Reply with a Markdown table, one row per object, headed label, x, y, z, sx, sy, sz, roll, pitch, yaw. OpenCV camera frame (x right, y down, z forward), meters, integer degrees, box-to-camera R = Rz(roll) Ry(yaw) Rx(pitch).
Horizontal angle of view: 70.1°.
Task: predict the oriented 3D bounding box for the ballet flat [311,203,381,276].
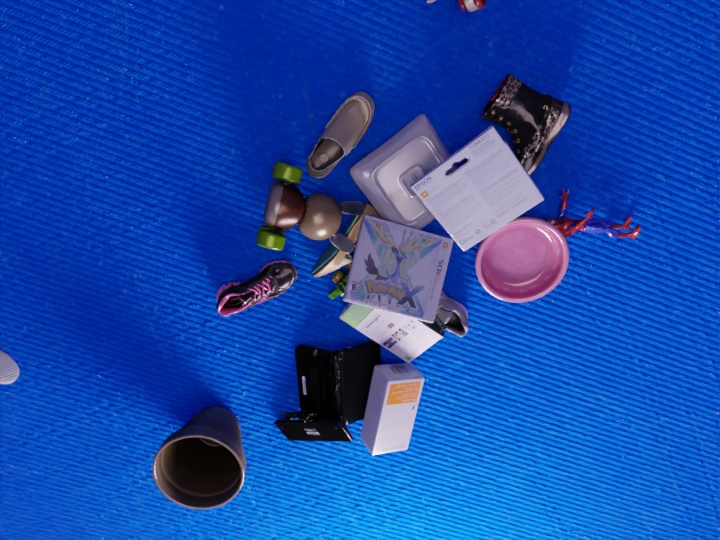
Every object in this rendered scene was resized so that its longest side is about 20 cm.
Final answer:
| label | x | y | z | sx | sy | sz | roll | pitch | yaw |
| --- | --- | --- | --- | --- | --- | --- | --- | --- | --- |
| ballet flat | -0.027 | -0.052 | 1.111 | 0.063 | 0.069 | 0.200 | 34 | 105 | -19 |

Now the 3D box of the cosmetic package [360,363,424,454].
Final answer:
| label | x | y | z | sx | sy | sz | roll | pitch | yaw |
| --- | --- | --- | --- | --- | --- | --- | --- | --- | --- |
| cosmetic package | 0.073 | 0.325 | 1.211 | 0.101 | 0.071 | 0.201 | 0 | 111 | -27 |

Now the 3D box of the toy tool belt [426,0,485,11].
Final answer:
| label | x | y | z | sx | sy | sz | roll | pitch | yaw |
| --- | --- | --- | --- | --- | --- | --- | --- | --- | --- |
| toy tool belt | 0.146 | -0.561 | 0.937 | 0.122 | 0.125 | 0.201 | -9 | 108 | 34 |

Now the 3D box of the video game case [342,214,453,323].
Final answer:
| label | x | y | z | sx | sy | sz | roll | pitch | yaw |
| --- | --- | --- | --- | --- | --- | --- | --- | --- | --- |
| video game case | 0.080 | -0.002 | 1.069 | 0.199 | 0.022 | 0.183 | 15 | 87 | -9 |

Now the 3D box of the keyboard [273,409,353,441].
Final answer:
| label | x | y | z | sx | sy | sz | roll | pitch | yaw |
| --- | --- | --- | --- | --- | --- | --- | --- | --- | --- |
| keyboard | -0.115 | 0.367 | 1.231 | 0.199 | 0.040 | 0.104 | -10 | 125 | 30 |

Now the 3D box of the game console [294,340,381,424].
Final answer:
| label | x | y | z | sx | sy | sz | roll | pitch | yaw |
| --- | --- | --- | --- | --- | --- | --- | --- | --- | --- |
| game console | -0.051 | 0.264 | 1.239 | 0.175 | 0.116 | 0.201 | 7 | 110 | 28 |

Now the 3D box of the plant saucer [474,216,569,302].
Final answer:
| label | x | y | z | sx | sy | sz | roll | pitch | yaw |
| --- | --- | --- | --- | --- | --- | --- | --- | --- | --- |
| plant saucer | 0.350 | -0.028 | 1.127 | 0.199 | 0.051 | 0.201 | 1 | 116 | 2 |

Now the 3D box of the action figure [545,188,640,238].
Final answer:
| label | x | y | z | sx | sy | sz | roll | pitch | yaw |
| --- | --- | --- | --- | --- | --- | --- | --- | --- | --- |
| action figure | 0.497 | -0.119 | 1.102 | 0.199 | 0.065 | 0.099 | -2 | 125 | -2 |

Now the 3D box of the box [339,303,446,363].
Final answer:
| label | x | y | z | sx | sy | sz | roll | pitch | yaw |
| --- | --- | --- | --- | --- | --- | --- | --- | --- | --- |
| box | 0.069 | 0.115 | 1.143 | 0.200 | 0.036 | 0.144 | 33 | 136 | -9 |

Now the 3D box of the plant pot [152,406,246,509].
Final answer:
| label | x | y | z | sx | sy | sz | roll | pitch | yaw |
| --- | --- | --- | --- | --- | --- | --- | --- | --- | --- |
| plant pot | -0.357 | 0.416 | 1.198 | 0.199 | 0.174 | 0.201 | -1 | 108 | -2 |

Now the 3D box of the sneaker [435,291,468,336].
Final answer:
| label | x | y | z | sx | sy | sz | roll | pitch | yaw |
| --- | --- | --- | --- | --- | --- | --- | --- | --- | --- |
| sneaker | 0.167 | 0.075 | 1.145 | 0.200 | 0.092 | 0.076 | 32 | 105 | -11 |

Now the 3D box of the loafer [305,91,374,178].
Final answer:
| label | x | y | z | sx | sy | sz | roll | pitch | yaw |
| --- | --- | --- | --- | --- | --- | --- | --- | --- | --- |
| loafer | -0.040 | -0.268 | 1.038 | 0.076 | 0.068 | 0.200 | 33 | 104 | -12 |

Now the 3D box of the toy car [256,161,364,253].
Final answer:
| label | x | y | z | sx | sy | sz | roll | pitch | yaw |
| --- | --- | --- | --- | --- | --- | --- | --- | --- | --- |
| toy car | -0.096 | -0.114 | 1.049 | 0.199 | 0.158 | 0.165 | 14 | 97 | -13 |

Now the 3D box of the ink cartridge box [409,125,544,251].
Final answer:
| label | x | y | z | sx | sy | sz | roll | pitch | yaw |
| --- | --- | --- | --- | --- | --- | --- | --- | --- | --- |
| ink cartridge box | 0.233 | -0.163 | 1.033 | 0.196 | 0.043 | 0.200 | -34 | 116 | 22 |

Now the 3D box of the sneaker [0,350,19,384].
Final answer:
| label | x | y | z | sx | sy | sz | roll | pitch | yaw |
| --- | --- | --- | --- | --- | --- | --- | --- | --- | --- |
| sneaker | -0.891 | 0.211 | 1.180 | 0.200 | 0.074 | 0.082 | 32 | 134 | -16 |

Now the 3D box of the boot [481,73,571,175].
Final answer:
| label | x | y | z | sx | sy | sz | roll | pitch | yaw |
| --- | --- | --- | --- | --- | --- | --- | --- | --- | --- |
| boot | 0.312 | -0.281 | 1.043 | 0.150 | 0.073 | 0.200 | 29 | 109 | -8 |

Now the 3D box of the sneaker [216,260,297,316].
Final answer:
| label | x | y | z | sx | sy | sz | roll | pitch | yaw |
| --- | --- | --- | --- | --- | --- | --- | --- | --- | --- |
| sneaker | -0.230 | 0.047 | 1.123 | 0.199 | 0.095 | 0.079 | -26 | 105 | 5 |

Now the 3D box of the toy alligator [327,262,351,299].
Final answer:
| label | x | y | z | sx | sy | sz | roll | pitch | yaw |
| --- | --- | --- | --- | --- | --- | --- | --- | --- | --- |
| toy alligator | 0.000 | 0.000 | 1.134 | 0.200 | 0.054 | 0.059 | -43 | 105 | 12 |

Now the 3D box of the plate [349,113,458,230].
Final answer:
| label | x | y | z | sx | sy | sz | roll | pitch | yaw |
| --- | --- | --- | --- | --- | --- | --- | --- | --- | --- |
| plate | 0.111 | -0.187 | 1.074 | 0.200 | 0.032 | 0.200 | -37 | 107 | 1 |
